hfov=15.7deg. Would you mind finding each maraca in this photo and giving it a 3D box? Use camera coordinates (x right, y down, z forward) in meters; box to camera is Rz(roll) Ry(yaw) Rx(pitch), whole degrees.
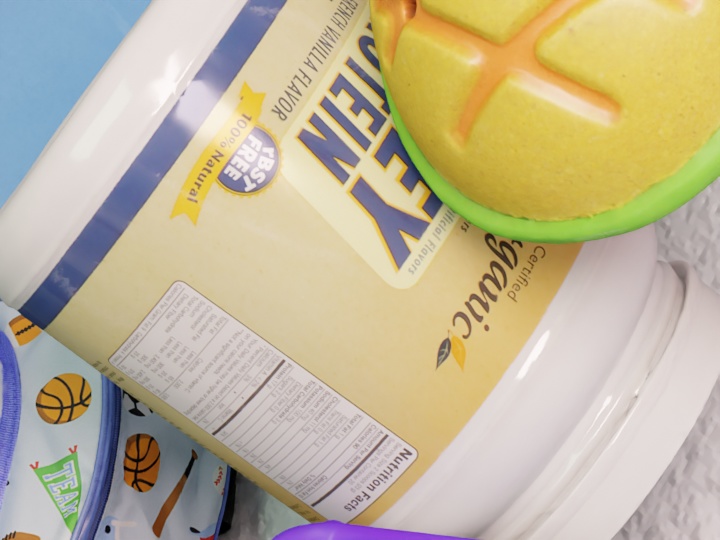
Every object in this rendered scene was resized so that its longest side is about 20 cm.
[{"bbox_3d":[0.062,-0.105,0.714,0.137,0.107,0.201,-7,74,31],"label":"maraca"}]

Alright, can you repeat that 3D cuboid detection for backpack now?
[{"bbox_3d":[-0.145,0.090,0.978,0.190,0.154,0.201,-4,70,34],"label":"backpack"}]

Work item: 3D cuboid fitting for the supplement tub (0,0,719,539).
[{"bbox_3d":[0.000,0.000,0.799,0.145,0.200,0.144,-53,8,11],"label":"supplement tub"}]

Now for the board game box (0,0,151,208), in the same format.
[{"bbox_3d":[-0.068,-0.075,1.013,0.200,0.039,0.158,-45,72,10],"label":"board game box"}]

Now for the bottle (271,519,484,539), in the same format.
[{"bbox_3d":[0.067,0.120,0.724,0.199,0.065,0.084,5,80,13],"label":"bottle"}]
